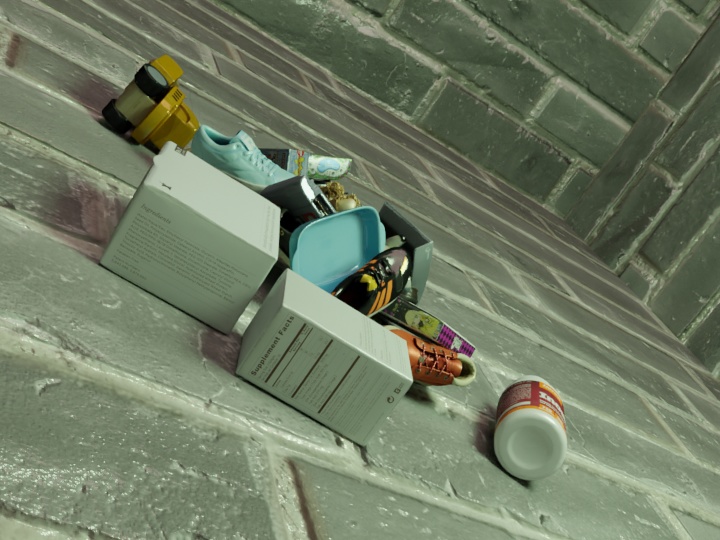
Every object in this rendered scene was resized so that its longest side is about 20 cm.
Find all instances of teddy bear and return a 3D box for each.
[{"bbox_3d":[-0.065,-0.088,1.577,0.066,0.198,0.148,7,76,-39],"label":"teddy bear"}]

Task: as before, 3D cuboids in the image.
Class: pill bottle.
[{"bbox_3d":[0.273,0.242,1.430,0.112,0.114,0.200,35,17,0],"label":"pill bottle"}]

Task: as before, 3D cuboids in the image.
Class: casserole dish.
[{"bbox_3d":[-0.041,-0.030,1.355,0.038,0.123,0.198,16,26,42],"label":"casserole dish"}]

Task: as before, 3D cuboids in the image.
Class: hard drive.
[{"bbox_3d":[0.067,-0.020,1.644,0.042,0.201,0.135,-35,65,-27],"label":"hard drive"}]

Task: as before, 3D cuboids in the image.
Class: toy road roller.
[{"bbox_3d":[-0.362,-0.288,1.606,0.146,0.123,0.201,45,16,-17],"label":"toy road roller"}]

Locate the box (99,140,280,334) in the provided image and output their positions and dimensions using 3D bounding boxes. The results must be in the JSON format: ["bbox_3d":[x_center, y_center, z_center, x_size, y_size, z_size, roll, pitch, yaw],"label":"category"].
[{"bbox_3d":[-0.224,-0.050,1.219,0.198,0.132,0.200,31,18,-15],"label":"box"}]

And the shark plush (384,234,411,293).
[{"bbox_3d":[0.000,0.000,1.528,0.091,0.197,0.085,-38,116,-50],"label":"shark plush"}]

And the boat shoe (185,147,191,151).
[{"bbox_3d":[-0.289,-0.192,1.570,0.072,0.065,0.200,35,17,1],"label":"boat shoe"}]

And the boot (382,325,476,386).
[{"bbox_3d":[0.096,0.133,1.351,0.106,0.076,0.199,4,-13,40],"label":"boot"}]

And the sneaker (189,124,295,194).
[{"bbox_3d":[-0.191,-0.185,1.484,0.197,0.083,0.074,18,31,-2],"label":"sneaker"}]

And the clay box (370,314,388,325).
[{"bbox_3d":[-0.032,0.075,1.397,0.199,0.048,0.115,35,18,-1],"label":"clay box"}]

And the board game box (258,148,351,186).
[{"bbox_3d":[-0.126,-0.190,1.661,0.197,0.063,0.199,4,5,-27],"label":"board game box"}]

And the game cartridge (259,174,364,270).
[{"bbox_3d":[-0.077,-0.060,1.456,0.132,0.041,0.201,-7,-55,51],"label":"game cartridge"}]

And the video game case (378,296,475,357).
[{"bbox_3d":[0.085,0.082,1.468,0.180,0.036,0.200,28,-4,26],"label":"video game case"}]

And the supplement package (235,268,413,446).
[{"bbox_3d":[-0.046,0.112,1.158,0.198,0.118,0.117,32,18,-13],"label":"supplement package"}]

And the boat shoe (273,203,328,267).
[{"bbox_3d":[-0.133,-0.076,1.408,0.201,0.063,0.073,41,23,13],"label":"boat shoe"}]

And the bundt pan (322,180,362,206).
[{"bbox_3d":[-0.058,-0.119,1.806,0.200,0.076,0.202,32,19,-12],"label":"bundt pan"}]

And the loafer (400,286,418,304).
[{"bbox_3d":[0.028,-0.003,1.596,0.198,0.072,0.073,30,-3,28],"label":"loafer"}]

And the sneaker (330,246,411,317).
[{"bbox_3d":[0.017,0.024,1.324,0.070,0.090,0.199,47,61,6],"label":"sneaker"}]
